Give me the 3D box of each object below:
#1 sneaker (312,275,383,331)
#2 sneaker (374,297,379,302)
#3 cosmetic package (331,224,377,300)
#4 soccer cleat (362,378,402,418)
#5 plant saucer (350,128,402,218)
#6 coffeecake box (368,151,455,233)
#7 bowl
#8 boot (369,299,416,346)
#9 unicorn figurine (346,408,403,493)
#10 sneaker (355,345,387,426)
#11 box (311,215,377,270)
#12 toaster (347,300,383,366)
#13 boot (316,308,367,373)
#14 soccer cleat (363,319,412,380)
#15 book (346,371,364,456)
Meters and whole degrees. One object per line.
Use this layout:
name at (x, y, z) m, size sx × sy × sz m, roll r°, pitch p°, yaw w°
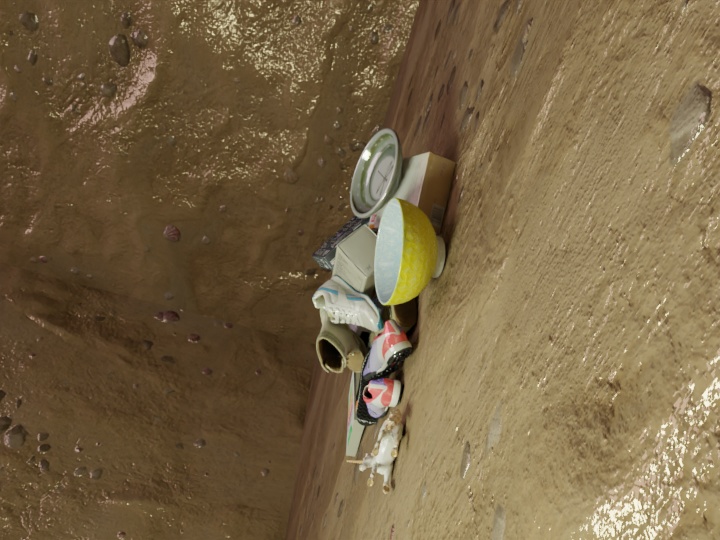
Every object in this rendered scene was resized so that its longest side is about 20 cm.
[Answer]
sneaker at (-0.025, 0.087, 1.350) m, size 0.080 × 0.199 × 0.078 m, roll -37°, pitch -49°, yaw -23°
sneaker at (0.072, -0.005, 1.560) m, size 0.077 × 0.083 × 0.204 m, roll 115°, pitch 168°, yaw -58°
cosmetic package at (0.000, 0.000, 1.395) m, size 0.087 × 0.104 × 0.201 m, roll -37°, pitch -15°, yaw -21°
soccer cleat at (0.034, 0.272, 1.336) m, size 0.200 × 0.071 × 0.070 m, roll 118°, pitch 165°, yaw -66°
plant saucer at (0.045, -0.208, 1.360) m, size 0.200 × 0.049 × 0.204 m, roll -39°, pitch 42°, yaw 48°
coffeecake box at (0.107, -0.161, 1.349) m, size 0.199 × 0.072 × 0.157 m, roll 3°, pitch 79°, yaw 62°
bowl at (0.101, -0.032, 1.189) m, size 0.200 × 0.105 × 0.206 m, roll -175°, pitch 90°, yaw -78°
boot at (0.073, 0.086, 1.390) m, size 0.203 × 0.071 × 0.157 m, roll -90°, pitch 19°, yaw -44°
unicorn figurine at (0.041, 0.351, 1.177) m, size 0.202 × 0.073 × 0.138 m, roll -59°, pitch 2°, yaw 19°
sneaker at (0.024, 0.260, 1.470) m, size 0.090 × 0.068 × 0.205 m, roll -142°, pitch 64°, yaw -80°
box at (-0.038, -0.072, 1.543) m, size 0.160 × 0.044 × 0.200 m, roll -44°, pitch 11°, yaw -9°
toaster at (0.015, 0.170, 1.568) m, size 0.130 × 0.111 × 0.204 m, roll -96°, pitch 20°, yaw -67°
boot at (-0.042, 0.190, 1.419) m, size 0.156 × 0.071 × 0.203 m, roll -86°, pitch -29°, yaw -61°
soccer cleat at (0.049, 0.173, 1.296) m, size 0.074 × 0.067 × 0.201 m, roll 67°, pitch 154°, yaw 21°
book at (-0.010, 0.378, 1.673) m, size 0.202 × 0.047 × 0.136 m, roll -89°, pitch 10°, yaw -57°
